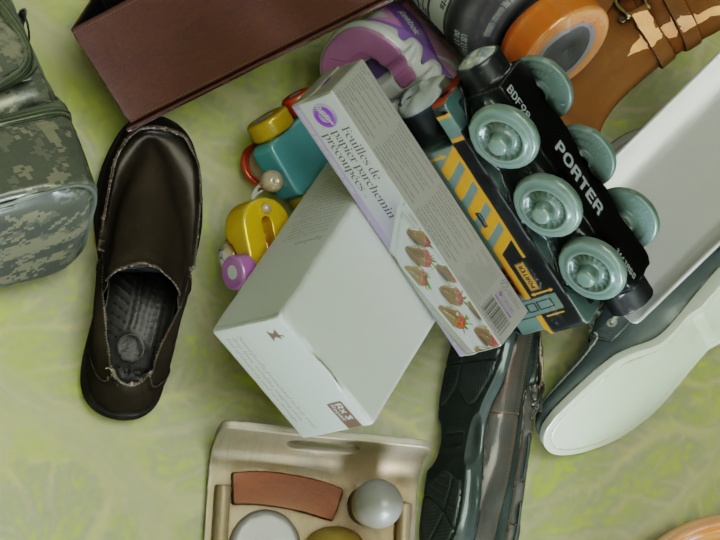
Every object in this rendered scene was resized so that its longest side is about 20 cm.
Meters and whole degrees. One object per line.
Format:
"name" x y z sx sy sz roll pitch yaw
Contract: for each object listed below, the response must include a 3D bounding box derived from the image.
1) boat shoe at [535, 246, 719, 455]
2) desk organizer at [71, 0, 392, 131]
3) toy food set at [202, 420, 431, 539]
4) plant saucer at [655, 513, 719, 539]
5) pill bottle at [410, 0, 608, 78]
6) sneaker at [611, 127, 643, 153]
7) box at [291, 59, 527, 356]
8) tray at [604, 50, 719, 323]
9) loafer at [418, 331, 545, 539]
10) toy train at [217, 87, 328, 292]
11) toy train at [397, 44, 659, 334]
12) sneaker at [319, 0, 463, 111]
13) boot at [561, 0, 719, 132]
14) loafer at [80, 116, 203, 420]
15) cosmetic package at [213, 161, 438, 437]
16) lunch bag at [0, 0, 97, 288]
"boat shoe" 0.188 0.047 1.795 0.200 0.073 0.062 -40 49 -10
"desk organizer" -0.078 -0.173 1.678 0.200 0.072 0.077 -24 110 20
"toy food set" -0.028 0.203 1.700 0.143 0.060 0.201 6 79 -14
"plant saucer" 0.250 0.264 1.778 0.200 0.037 0.201 2 81 -14
"pill bottle" 0.075 -0.206 1.716 0.106 0.106 0.200 -31 62 -17
"sneaker" 0.248 -0.056 1.767 0.202 0.146 0.077 -25 114 -16
"box" 0.032 -0.037 1.646 0.200 0.039 0.041 55 47 -17
"tray" 0.222 -0.062 1.729 0.200 0.022 0.107 -45 55 2
"loafer" 0.090 0.101 1.752 0.063 0.072 0.200 17 82 -28
"toy train" -0.035 -0.017 1.743 0.150 0.056 0.200 25 63 -37
"toy train" 0.103 -0.048 1.663 0.200 0.114 0.085 55 42 -19
"sneaker" 0.062 -0.105 1.770 0.200 0.080 0.089 49 35 -15
"boot" 0.176 -0.141 1.758 0.154 0.074 0.200 -16 59 1
"loafer" -0.134 -0.005 1.700 0.073 0.071 0.201 6 80 -14
"cosmetic package" 0.000 0.000 1.683 0.102 0.074 0.200 51 52 -21
"lunch bag" -0.281 -0.075 1.645 0.200 0.139 0.168 -17 69 -17
